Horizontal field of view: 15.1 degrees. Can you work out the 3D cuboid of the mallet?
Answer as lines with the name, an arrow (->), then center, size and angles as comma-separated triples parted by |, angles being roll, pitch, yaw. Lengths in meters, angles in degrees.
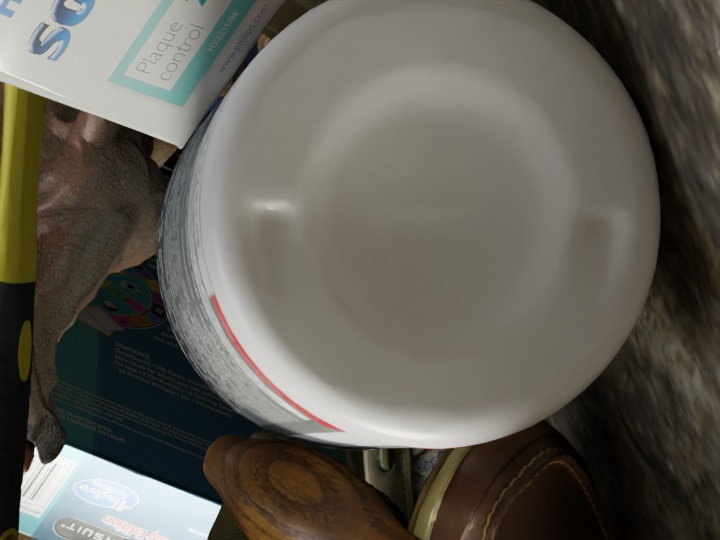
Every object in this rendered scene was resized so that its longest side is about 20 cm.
mallet -> -0.104, -0.005, 0.768 | 0.066, 0.041, 0.201 | 7, -89, -60

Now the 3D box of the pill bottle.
pill bottle -> 0.003, -0.008, 0.739 | 0.200, 0.114, 0.114 | 158, 92, -80

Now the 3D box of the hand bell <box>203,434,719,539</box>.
hand bell -> 0.019, 0.084, 0.700 | 0.200, 0.104, 0.104 | 25, 137, 51

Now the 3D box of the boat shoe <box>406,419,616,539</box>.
boat shoe -> 0.064, 0.119, 0.822 | 0.067, 0.072, 0.200 | 29, 148, 36

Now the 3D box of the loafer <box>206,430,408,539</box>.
loafer -> -0.007, 0.120, 0.859 | 0.076, 0.067, 0.200 | 30, 162, 35

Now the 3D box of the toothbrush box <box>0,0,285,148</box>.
toothbrush box -> -0.067, -0.155, 0.701 | 0.147, 0.085, 0.200 | -53, 39, 23

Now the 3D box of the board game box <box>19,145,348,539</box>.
board game box -> -0.074, 0.024, 0.981 | 0.047, 0.151, 0.200 | -52, 24, 32

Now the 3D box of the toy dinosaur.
toy dinosaur -> -0.103, -0.034, 0.885 | 0.086, 0.135, 0.200 | 46, -157, -27

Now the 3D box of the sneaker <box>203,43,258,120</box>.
sneaker -> -0.059, -0.050, 1.096 | 0.200, 0.082, 0.074 | 84, 165, -47

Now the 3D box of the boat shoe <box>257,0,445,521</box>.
boat shoe -> 0.000, 0.000, 0.922 | 0.073, 0.063, 0.201 | 112, 137, -77
